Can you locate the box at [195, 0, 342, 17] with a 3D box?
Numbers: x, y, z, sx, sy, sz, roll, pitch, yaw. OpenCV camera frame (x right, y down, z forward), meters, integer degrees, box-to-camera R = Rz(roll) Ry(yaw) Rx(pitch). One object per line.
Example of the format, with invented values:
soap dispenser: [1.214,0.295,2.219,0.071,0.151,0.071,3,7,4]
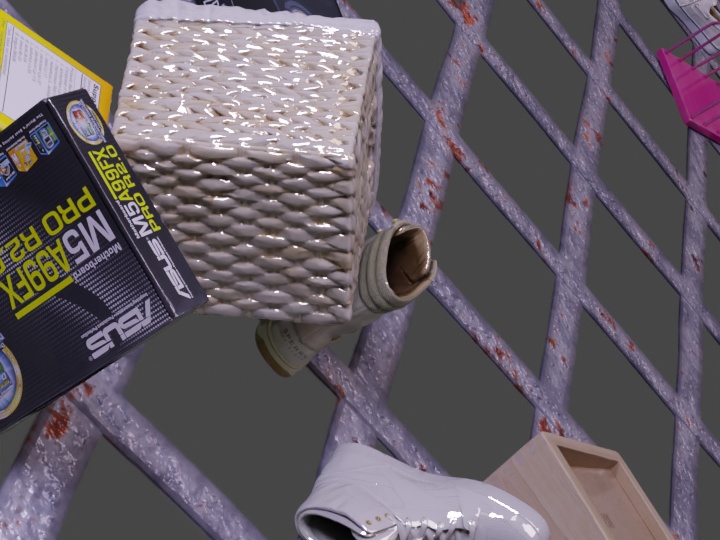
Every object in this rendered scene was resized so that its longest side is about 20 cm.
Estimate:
box: [-0.079,-0.230,1.661,0.199,0.043,0.161,13,53,-53]

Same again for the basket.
basket: [-0.089,-0.081,1.293,0.162,0.198,0.199,-80,174,-45]

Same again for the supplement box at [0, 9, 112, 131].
supplement box: [-0.285,-0.116,1.173,0.200,0.109,0.109,35,38,-35]

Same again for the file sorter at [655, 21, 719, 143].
file sorter: [0.596,-0.299,2.679,0.199,0.125,0.140,17,50,-50]

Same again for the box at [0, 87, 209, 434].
box: [-0.216,0.001,1.080,0.161,0.199,0.044,60,30,1]

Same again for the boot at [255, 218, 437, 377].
boot: [0.000,0.000,1.457,0.072,0.154,0.200,50,31,-15]

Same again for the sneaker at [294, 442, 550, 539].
sneaker: [0.046,0.217,1.344,0.116,0.199,0.074,-49,150,-55]

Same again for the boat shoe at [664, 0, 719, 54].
boat shoe: [0.585,-0.463,2.851,0.202,0.086,0.075,45,32,-24]

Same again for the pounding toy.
pounding toy: [0.216,0.281,1.585,0.199,0.142,0.185,20,33,-52]
